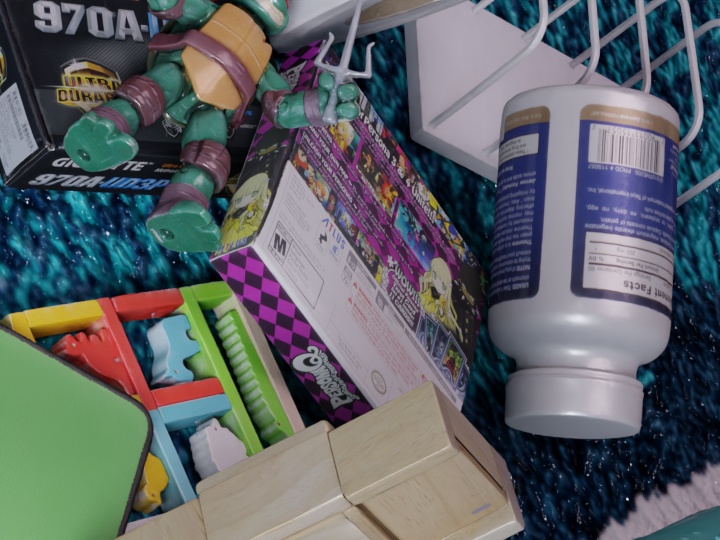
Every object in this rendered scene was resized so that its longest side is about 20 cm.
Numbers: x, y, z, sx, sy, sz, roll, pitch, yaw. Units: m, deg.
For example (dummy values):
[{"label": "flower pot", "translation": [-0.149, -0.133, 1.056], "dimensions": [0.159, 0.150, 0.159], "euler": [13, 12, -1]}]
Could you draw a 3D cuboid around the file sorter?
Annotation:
[{"label": "file sorter", "translation": [0.144, -0.131, 1.594], "dimensions": [0.200, 0.124, 0.139], "euler": [25, 46, -32]}]

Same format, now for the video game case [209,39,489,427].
[{"label": "video game case", "translation": [0.000, 0.000, 1.369], "dimensions": [0.200, 0.036, 0.181], "euler": [54, 34, -31]}]

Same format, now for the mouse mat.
[{"label": "mouse mat", "translation": [-0.184, 0.110, 1.140], "dimensions": [0.161, 0.008, 0.200], "euler": [31, 49, -21]}]

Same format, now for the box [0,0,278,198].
[{"label": "box", "translation": [-0.133, -0.121, 1.357], "dimensions": [0.200, 0.046, 0.159], "euler": [2, 62, -46]}]

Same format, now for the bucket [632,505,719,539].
[{"label": "bucket", "translation": [0.196, 0.229, 1.319], "dimensions": [0.135, 0.207, 0.207], "euler": [-21, 78, -57]}]

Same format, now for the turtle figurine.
[{"label": "turtle figurine", "translation": [-0.073, -0.111, 1.296], "dimensions": [0.150, 0.101, 0.200], "euler": [33, 57, -5]}]

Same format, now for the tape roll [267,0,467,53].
[{"label": "tape roll", "translation": [0.029, -0.195, 1.433], "dimensions": [0.202, 0.202, 0.071], "euler": [-18, 88, -51]}]

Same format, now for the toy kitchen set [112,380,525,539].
[{"label": "toy kitchen set", "translation": [0.000, 0.195, 1.111], "dimensions": [0.163, 0.200, 0.181], "euler": [48, 20, -46]}]

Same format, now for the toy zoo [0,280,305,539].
[{"label": "toy zoo", "translation": [-0.111, 0.075, 1.251], "dimensions": [0.200, 0.020, 0.131], "euler": [-9, 69, -49]}]

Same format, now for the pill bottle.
[{"label": "pill bottle", "translation": [0.134, -0.003, 1.466], "dimensions": [0.111, 0.111, 0.201], "euler": [15, 73, -39]}]
